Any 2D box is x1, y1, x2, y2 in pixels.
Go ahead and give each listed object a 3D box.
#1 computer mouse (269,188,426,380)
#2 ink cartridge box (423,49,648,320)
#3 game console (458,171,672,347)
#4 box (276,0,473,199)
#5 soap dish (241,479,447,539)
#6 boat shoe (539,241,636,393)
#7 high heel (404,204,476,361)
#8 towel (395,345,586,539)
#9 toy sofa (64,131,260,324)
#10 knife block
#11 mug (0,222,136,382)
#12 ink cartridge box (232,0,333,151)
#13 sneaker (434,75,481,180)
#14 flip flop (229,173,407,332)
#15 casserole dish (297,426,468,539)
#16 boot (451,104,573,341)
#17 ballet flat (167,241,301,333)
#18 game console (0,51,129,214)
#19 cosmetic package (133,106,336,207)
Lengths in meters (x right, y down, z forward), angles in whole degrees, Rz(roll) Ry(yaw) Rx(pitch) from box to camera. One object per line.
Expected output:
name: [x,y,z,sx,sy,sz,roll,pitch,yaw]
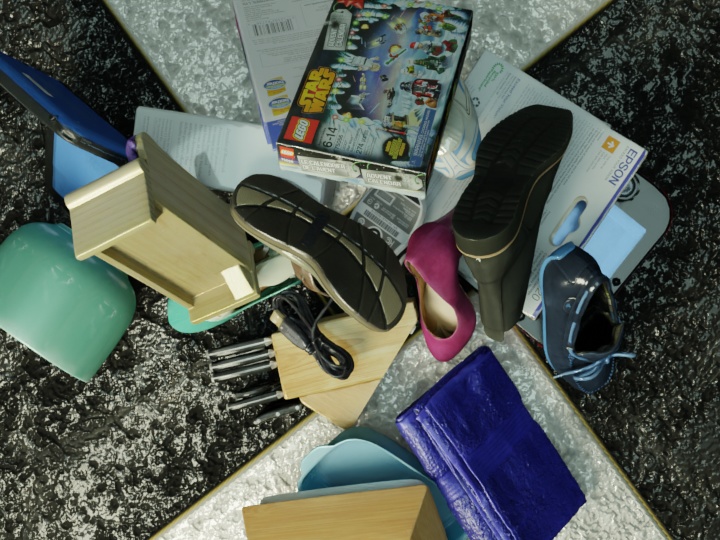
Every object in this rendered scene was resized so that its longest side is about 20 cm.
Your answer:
computer mouse: [0.000,0.000,0.941,0.109,0.044,0.201,37,89,21]
ink cartridge box: [0.152,-0.086,0.945,0.199,0.041,0.201,37,97,19]
game console: [0.201,-0.040,0.973,0.176,0.031,0.201,39,96,2]
box: [0.017,-0.167,0.858,0.135,0.040,0.202,11,59,10]
soap dish: [-0.008,0.297,0.950,0.197,0.082,0.159,-10,121,15]
boat shoe: [0.215,0.064,0.904,0.084,0.201,0.069,-40,46,-8]
high heel: [0.069,0.034,0.917,0.067,0.096,0.202,34,140,23]
towel: [0.139,0.190,0.948,0.147,0.049,0.201,-34,92,-34]
toy sofa: [-0.179,-0.033,0.874,0.082,0.200,0.099,-23,62,15]
knife block: [-0.055,0.078,0.987,0.174,0.064,0.202,32,96,2]
mug: [-0.319,0.014,0.965,0.184,0.152,0.115,35,80,7]
ink cartridge box: [-0.050,-0.196,0.922,0.117,0.042,0.202,-12,58,-8]
sneaker: [0.075,-0.173,0.932,0.071,0.073,0.202,-21,54,17]
flip flop: [-0.040,-0.015,0.897,0.199,0.058,0.082,34,61,3]
casserole dish: [0.028,0.230,0.971,0.199,0.039,0.121,35,121,-15]
boot: [0.147,-0.049,0.888,0.077,0.140,0.201,16,52,31]
ballet flat: [-0.125,0.009,0.986,0.198,0.070,0.068,-27,97,7]
game console: [-0.293,-0.105,0.912,0.199,0.170,0.119,37,97,32]
cosmetic package: [-0.124,-0.115,0.964,0.196,0.101,0.073,9,94,4]
